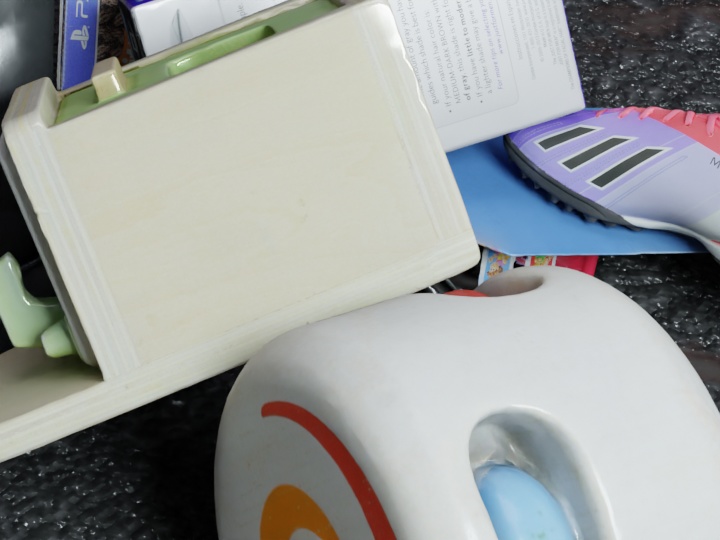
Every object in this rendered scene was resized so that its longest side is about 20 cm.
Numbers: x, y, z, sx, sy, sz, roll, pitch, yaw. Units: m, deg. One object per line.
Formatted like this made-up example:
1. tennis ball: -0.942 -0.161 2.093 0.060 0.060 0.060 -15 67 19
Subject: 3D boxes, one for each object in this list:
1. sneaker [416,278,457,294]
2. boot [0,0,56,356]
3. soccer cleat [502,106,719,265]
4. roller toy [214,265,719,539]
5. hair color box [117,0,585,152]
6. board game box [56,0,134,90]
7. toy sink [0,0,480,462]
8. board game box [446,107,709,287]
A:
1. sneaker: 0.000 0.000 0.940 0.077 0.084 0.200 -39 66 -13
2. boot: -0.135 -0.050 0.920 0.163 0.202 0.066 -6 7 -20
3. soccer cleat: 0.155 -0.050 1.022 0.199 0.074 0.068 27 32 34
4. roller toy: 0.033 0.097 0.758 0.139 0.184 0.200 -14 39 -28
5. hair color box: -0.004 -0.103 1.027 0.198 0.110 0.065 -18 18 -10
6. board game box: -0.052 -0.147 1.137 0.198 0.098 0.160 4 15 -5
7. toy sink: -0.072 -0.028 0.829 0.198 0.113 0.130 -22 12 -1
8. board game box: 0.100 -0.031 1.095 0.198 0.039 0.158 -1 30 -22
